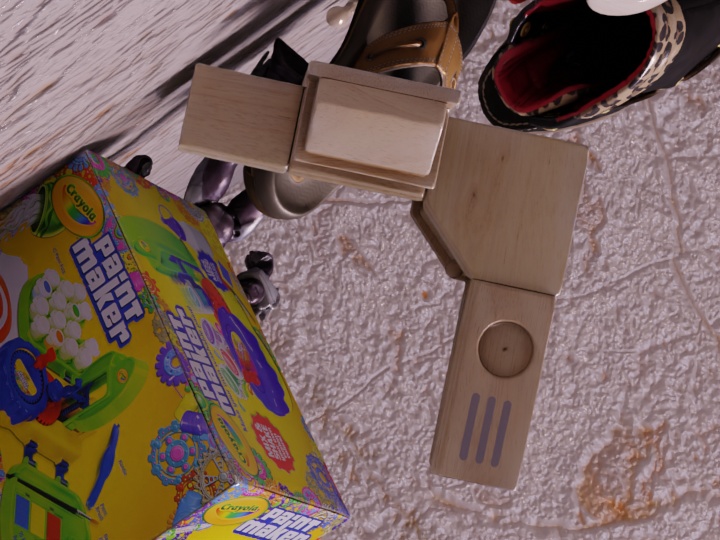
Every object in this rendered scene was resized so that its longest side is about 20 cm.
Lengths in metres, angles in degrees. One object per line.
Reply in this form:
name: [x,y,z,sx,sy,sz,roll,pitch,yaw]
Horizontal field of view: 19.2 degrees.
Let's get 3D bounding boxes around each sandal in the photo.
sandal: [0.016,-0.105,1.170,0.200,0.082,0.055,-48,-139,-12]

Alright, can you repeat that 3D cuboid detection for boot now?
boot: [0.115,-0.111,1.101,0.199,0.074,0.150,-16,-176,38]

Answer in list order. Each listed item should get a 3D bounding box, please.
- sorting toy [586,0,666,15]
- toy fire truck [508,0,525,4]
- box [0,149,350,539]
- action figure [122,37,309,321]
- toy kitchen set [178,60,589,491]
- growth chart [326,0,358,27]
sorting toy: [0.178,-0.188,0.942,0.200,0.107,0.180,-30,164,-47]
toy fire truck: [0.166,-0.220,1.166,0.199,0.049,0.141,-21,-161,22]
box: [-0.145,0.084,1.092,0.192,0.201,0.122,-35,152,16]
action figure: [-0.082,-0.034,1.224,0.200,0.130,0.069,-50,-154,8]
toy kitchen set: [0.000,0.000,1.040,0.163,0.199,0.181,175,-73,-87]
growth chart: [0.079,-0.215,1.251,0.200,0.018,0.145,-34,-177,44]
